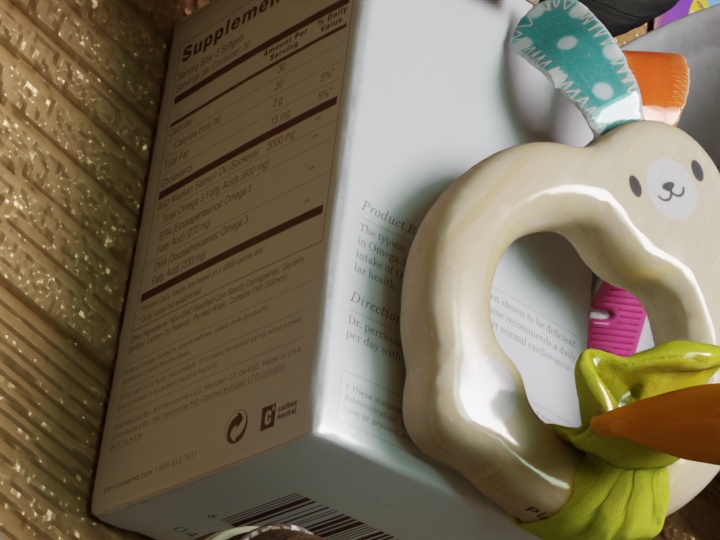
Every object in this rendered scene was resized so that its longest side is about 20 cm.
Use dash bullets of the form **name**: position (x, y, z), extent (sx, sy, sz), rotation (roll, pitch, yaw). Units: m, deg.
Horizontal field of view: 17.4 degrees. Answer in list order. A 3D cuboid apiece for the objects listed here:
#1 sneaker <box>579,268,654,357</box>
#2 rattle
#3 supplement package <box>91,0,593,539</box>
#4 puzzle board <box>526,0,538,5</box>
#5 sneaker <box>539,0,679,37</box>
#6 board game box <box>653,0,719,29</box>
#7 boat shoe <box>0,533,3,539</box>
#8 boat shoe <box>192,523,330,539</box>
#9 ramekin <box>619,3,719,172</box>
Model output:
- **sneaker**: position (0.062, 0.070, 0.858), extent (0.081, 0.088, 0.200), rotation (24, 95, -31)
- **rattle**: position (0.097, -0.022, 0.726), extent (0.130, 0.143, 0.200), rotation (28, 60, -3)
- **supplement package**: position (0.000, 0.000, 0.805), extent (0.117, 0.117, 0.200), rotation (28, 55, -32)
- **puzzle board**: position (-0.032, -0.170, 0.821), extent (0.151, 0.017, 0.200), rotation (25, 16, -42)
- **sneaker**: position (0.066, -0.174, 0.988), extent (0.200, 0.091, 0.076), rotation (42, 48, -30)
- **board game box**: position (0.217, -0.079, 1.173), extent (0.200, 0.039, 0.158), rotation (-30, 99, -52)
- **boat shoe**: position (-0.118, 0.129, 0.660), extent (0.072, 0.068, 0.200), rotation (-22, 73, -14)
- **boat shoe**: position (-0.005, 0.172, 0.676), extent (0.075, 0.075, 0.202), rotation (-19, 92, -40)
- **ramekin**: position (0.160, -0.022, 0.961), extent (0.105, 0.200, 0.200), rotation (63, 38, -25)
